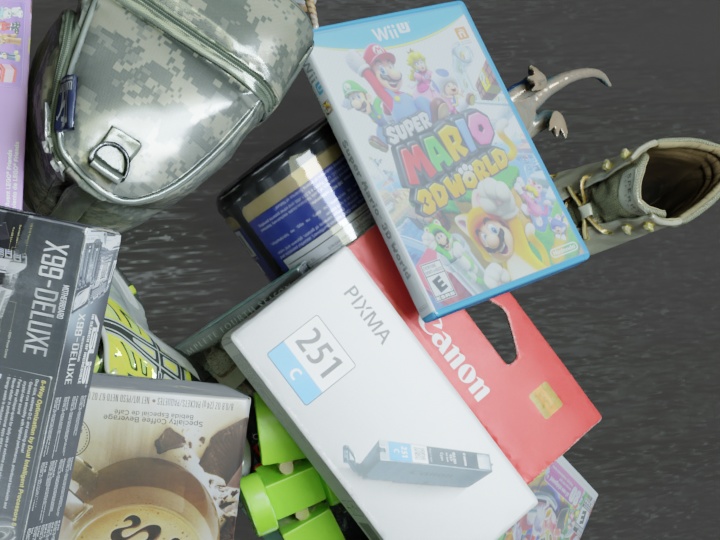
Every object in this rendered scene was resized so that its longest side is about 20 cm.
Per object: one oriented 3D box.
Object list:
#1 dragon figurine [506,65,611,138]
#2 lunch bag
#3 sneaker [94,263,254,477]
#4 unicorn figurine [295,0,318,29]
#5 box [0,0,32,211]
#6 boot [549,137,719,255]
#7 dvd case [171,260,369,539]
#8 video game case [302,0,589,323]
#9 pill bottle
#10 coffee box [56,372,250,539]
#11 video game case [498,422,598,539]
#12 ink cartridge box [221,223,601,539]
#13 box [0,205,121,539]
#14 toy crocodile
[{"bbox_3d":[0.096,-0.104,0.960,0.200,0.099,0.059,-42,106,-33],"label":"dragon figurine"},{"bbox_3d":[-0.137,-0.103,0.804,0.139,0.200,0.168,33,74,-14],"label":"lunch bag"},{"bbox_3d":[-0.150,0.076,0.834,0.075,0.076,0.200,-40,95,22],"label":"sneaker"},{"bbox_3d":[-0.016,-0.229,0.890,0.074,0.137,0.200,38,70,-3],"label":"unicorn figurine"},{"bbox_3d":[-0.231,-0.077,0.801,0.039,0.137,0.200,3,84,-19],"label":"box"},{"bbox_3d":[0.151,-0.041,0.925,0.200,0.155,0.072,-18,90,-22],"label":"boot"},{"bbox_3d":[-0.036,0.111,0.867,0.146,0.022,0.200,-32,97,22],"label":"dvd case"},{"bbox_3d":[0.055,-0.077,0.845,0.143,0.018,0.200,-19,79,-35],"label":"video game case"},{"bbox_3d":[0.000,0.000,0.890,0.112,0.112,0.200,-38,98,-19],"label":"pill bottle"},{"bbox_3d":[-0.136,0.164,0.758,0.113,0.080,0.200,6,90,-19],"label":"coffee box"},{"bbox_3d":[0.096,0.218,0.882,0.143,0.018,0.200,46,66,-51],"label":"video game case"},{"bbox_3d":[0.042,0.068,0.809,0.176,0.045,0.200,-38,93,-17],"label":"ink cartridge box"},{"bbox_3d":[-0.226,0.060,0.692,0.157,0.050,0.200,10,88,12],"label":"box"},{"bbox_3d":[-0.033,0.171,0.845,0.067,0.062,0.200,-22,110,-11],"label":"toy crocodile"}]
